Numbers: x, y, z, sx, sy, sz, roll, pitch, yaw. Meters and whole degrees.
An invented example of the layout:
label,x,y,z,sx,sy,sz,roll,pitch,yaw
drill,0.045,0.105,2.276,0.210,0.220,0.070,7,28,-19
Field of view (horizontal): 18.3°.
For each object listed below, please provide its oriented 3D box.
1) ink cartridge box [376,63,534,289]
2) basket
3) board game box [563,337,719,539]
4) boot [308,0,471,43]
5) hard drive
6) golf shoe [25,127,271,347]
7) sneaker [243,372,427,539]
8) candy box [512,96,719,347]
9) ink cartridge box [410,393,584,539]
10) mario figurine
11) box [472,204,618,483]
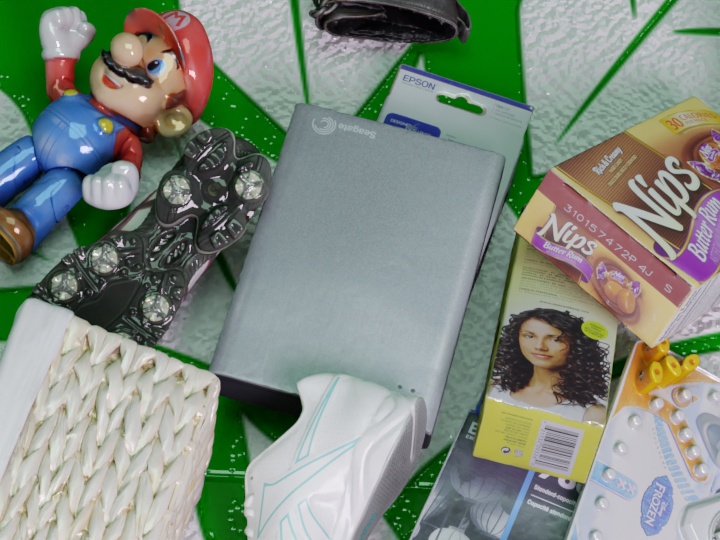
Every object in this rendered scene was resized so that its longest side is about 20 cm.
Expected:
label,x,y,z,sx,sy,sz,roll,pitch,yaw
ink cartridge box,0.039,-0.036,1.452,0.099,0.039,0.201,19,59,7
basket,-0.163,0.141,1.262,0.123,0.136,0.201,16,58,2
board game box,0.225,0.160,1.322,0.199,0.026,0.200,29,57,-7
boot,-0.015,-0.239,1.557,0.199,0.069,0.175,9,57,-3
hard drive,0.000,0.000,1.384,0.139,0.033,0.201,14,61,4
golf shoe,-0.132,-0.001,1.397,0.200,0.088,0.077,-43,90,-4
sneaker,-0.035,0.152,1.292,0.080,0.070,0.201,23,78,17
candy box,0.196,-0.035,1.408,0.117,0.057,0.200,42,34,17
ink cartridge box,0.085,0.155,1.328,0.099,0.039,0.200,21,57,8
mario figurine,-0.177,-0.103,1.429,0.200,0.106,0.124,-44,101,-20
box,0.119,0.040,1.368,0.075,0.050,0.200,13,37,1
